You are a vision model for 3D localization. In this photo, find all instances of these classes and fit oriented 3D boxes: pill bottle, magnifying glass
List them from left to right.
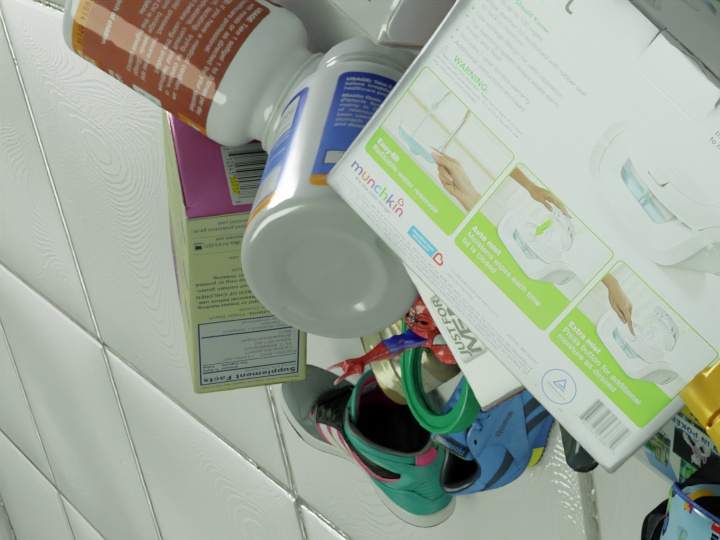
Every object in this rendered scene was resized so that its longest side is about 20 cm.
[{"bbox_3d":[-0.112,-0.164,1.053,0.199,0.112,0.112,32,147,7],"label":"pill bottle"},{"bbox_3d":[-0.004,-0.062,0.904,0.201,0.111,0.113,-77,-10,-48],"label":"pill bottle"},{"bbox_3d":[0.046,0.017,1.003,0.080,0.022,0.201,-37,61,51],"label":"magnifying glass"}]

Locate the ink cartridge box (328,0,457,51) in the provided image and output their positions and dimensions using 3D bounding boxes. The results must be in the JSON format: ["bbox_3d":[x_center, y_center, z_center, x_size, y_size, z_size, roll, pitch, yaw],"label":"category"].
[{"bbox_3d":[0.008,-0.236,0.790,0.200,0.086,0.147,46,120,30],"label":"ink cartridge box"}]

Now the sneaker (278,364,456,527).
[{"bbox_3d":[0.000,0.116,1.176,0.200,0.083,0.121,36,148,31],"label":"sneaker"}]

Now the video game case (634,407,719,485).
[{"bbox_3d":[0.205,0.066,0.828,0.200,0.022,0.183,38,144,41],"label":"video game case"}]

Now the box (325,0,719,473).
[{"bbox_3d":[0.114,-0.043,0.658,0.200,0.097,0.177,45,123,11],"label":"box"}]

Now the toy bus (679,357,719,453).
[{"bbox_3d":[0.217,0.026,0.510,0.200,0.192,0.136,-47,55,19],"label":"toy bus"}]

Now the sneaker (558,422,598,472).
[{"bbox_3d":[0.102,0.030,0.871,0.074,0.080,0.201,102,154,-67],"label":"sneaker"}]

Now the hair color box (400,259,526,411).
[{"bbox_3d":[0.127,-0.014,0.759,0.200,0.061,0.102,-33,82,35],"label":"hair color box"}]

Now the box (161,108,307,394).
[{"bbox_3d":[-0.103,-0.034,1.156,0.201,0.096,0.177,95,165,-44],"label":"box"}]

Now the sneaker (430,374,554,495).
[{"bbox_3d":[0.095,0.092,0.993,0.066,0.078,0.201,49,149,32],"label":"sneaker"}]

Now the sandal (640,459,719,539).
[{"bbox_3d":[0.201,0.172,0.867,0.076,0.043,0.201,45,162,25],"label":"sandal"}]

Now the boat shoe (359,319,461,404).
[{"bbox_3d":[0.019,-0.001,1.072,0.065,0.072,0.201,-31,71,28],"label":"boat shoe"}]

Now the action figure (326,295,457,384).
[{"bbox_3d":[0.000,0.000,0.967,0.200,0.098,0.066,53,148,39],"label":"action figure"}]

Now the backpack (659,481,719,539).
[{"bbox_3d":[0.215,0.199,0.685,0.200,0.135,0.183,36,-178,-26],"label":"backpack"}]
